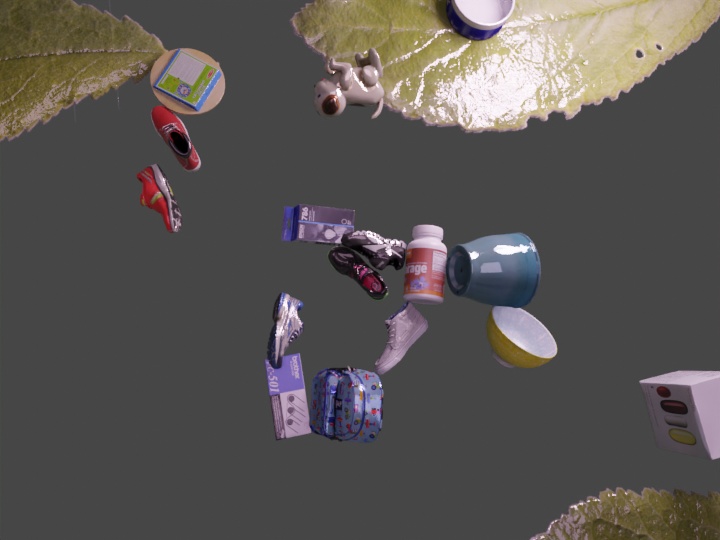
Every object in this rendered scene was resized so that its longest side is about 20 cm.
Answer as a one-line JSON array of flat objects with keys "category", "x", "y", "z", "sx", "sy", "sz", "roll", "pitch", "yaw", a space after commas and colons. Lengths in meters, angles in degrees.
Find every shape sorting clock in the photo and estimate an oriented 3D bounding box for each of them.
[{"category": "shape sorting clock", "x": -0.476, "y": -0.522, "z": 1.432, "sx": 0.196, "sy": 0.039, "sz": 0.204, "roll": 3, "pitch": 74, "yaw": -11}]

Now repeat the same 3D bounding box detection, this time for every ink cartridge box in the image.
[{"category": "ink cartridge box", "x": -0.115, "y": -0.124, "z": 1.419, "sx": 0.196, "sy": 0.039, "sz": 0.101, "roll": 4, "pitch": 81, "yaw": -7}, {"category": "ink cartridge box", "x": -0.187, "y": 0.322, "z": 1.329, "sx": 0.092, "sy": 0.044, "sz": 0.204, "roll": -8, "pitch": 81, "yaw": -11}]

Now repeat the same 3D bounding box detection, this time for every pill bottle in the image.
[{"category": "pill bottle", "x": 0.177, "y": -0.014, "z": 1.406, "sx": 0.110, "sy": 0.112, "sz": 0.204, "roll": 6, "pitch": 79, "yaw": -7}]

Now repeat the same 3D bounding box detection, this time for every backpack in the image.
[{"category": "backpack", "x": -0.029, "y": 0.328, "z": 1.261, "sx": 0.133, "sy": 0.199, "sz": 0.186, "roll": 10, "pitch": 79, "yaw": -25}]

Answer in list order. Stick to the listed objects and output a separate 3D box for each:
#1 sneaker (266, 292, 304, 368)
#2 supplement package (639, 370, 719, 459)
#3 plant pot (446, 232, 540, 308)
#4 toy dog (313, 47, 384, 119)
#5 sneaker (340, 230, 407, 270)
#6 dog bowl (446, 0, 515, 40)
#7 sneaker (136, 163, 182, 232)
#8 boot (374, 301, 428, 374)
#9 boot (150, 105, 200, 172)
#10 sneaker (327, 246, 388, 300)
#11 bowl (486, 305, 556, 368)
[{"category": "sneaker", "x": -0.185, "y": 0.155, "z": 1.328, "sx": 0.084, "sy": 0.077, "sz": 0.203, "roll": 16, "pitch": 61, "yaw": -18}, {"category": "supplement package", "x": 0.905, "y": 0.383, "z": 1.401, "sx": 0.144, "sy": 0.200, "sz": 0.195, "roll": -11, "pitch": 81, "yaw": -10}, {"category": "plant pot", "x": 0.335, "y": 0.001, "z": 1.364, "sx": 0.185, "sy": 0.200, "sz": 0.204, "roll": -1, "pitch": 80, "yaw": -20}, {"category": "toy dog", "x": -0.044, "y": -0.506, "z": 1.460, "sx": 0.198, "sy": 0.139, "sz": 0.196, "roll": -29, "pitch": 122, "yaw": -14}, {"category": "sneaker", "x": 0.040, "y": -0.048, "z": 1.387, "sx": 0.197, "sy": 0.066, "sz": 0.092, "roll": 12, "pitch": 60, "yaw": -24}, {"category": "dog bowl", "x": 0.366, "y": -0.820, "z": 1.588, "sx": 0.196, "sy": 0.079, "sz": 0.204, "roll": 2, "pitch": 80, "yaw": -8}, {"category": "sneaker", "x": -0.530, "y": -0.179, "z": 1.356, "sx": 0.084, "sy": 0.077, "sz": 0.202, "roll": -24, "pitch": 74, "yaw": -6}, {"category": "boot", "x": 0.088, "y": 0.175, "z": 1.375, "sx": 0.200, "sy": 0.073, "sz": 0.096, "roll": -45, "pitch": 103, "yaw": -21}, {"category": "boot", "x": -0.493, "y": -0.368, "z": 1.351, "sx": 0.072, "sy": 0.144, "sz": 0.201, "roll": -33, "pitch": 85, "yaw": -10}, {"category": "sneaker", "x": 0.000, "y": 0.000, "z": 1.391, "sx": 0.199, "sy": 0.084, "sz": 0.077, "roll": 36, "pitch": 77, "yaw": -1}, {"category": "bowl", "x": 0.413, "y": 0.197, "z": 1.395, "sx": 0.198, "sy": 0.201, "sz": 0.109, "roll": 26, "pitch": 120, "yaw": -3}]
